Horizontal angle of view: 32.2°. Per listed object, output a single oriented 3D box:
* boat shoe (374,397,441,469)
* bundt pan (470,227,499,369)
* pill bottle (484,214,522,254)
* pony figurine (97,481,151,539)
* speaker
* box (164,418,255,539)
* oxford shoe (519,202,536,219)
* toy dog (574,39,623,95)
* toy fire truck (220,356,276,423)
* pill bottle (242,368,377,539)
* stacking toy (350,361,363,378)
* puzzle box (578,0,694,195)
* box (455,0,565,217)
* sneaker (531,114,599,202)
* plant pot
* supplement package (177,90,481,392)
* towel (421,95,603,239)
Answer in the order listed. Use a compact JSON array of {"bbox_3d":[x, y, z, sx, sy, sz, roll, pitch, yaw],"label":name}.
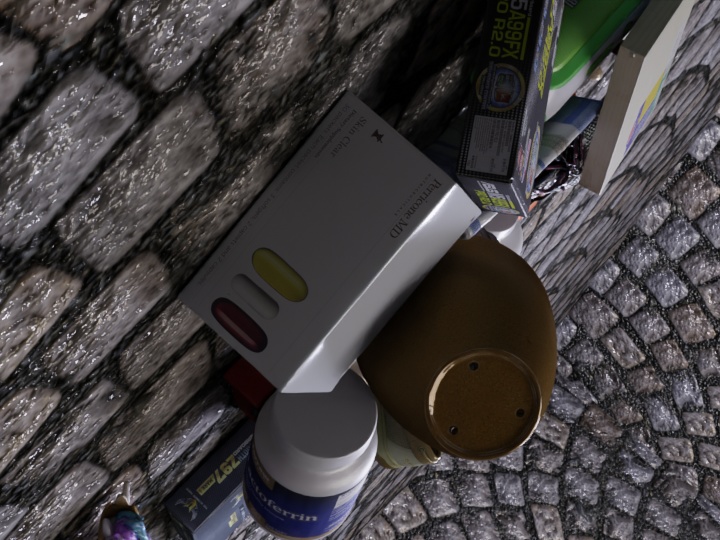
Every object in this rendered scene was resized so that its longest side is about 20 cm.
[{"bbox_3d":[0.042,0.088,1.209,0.063,0.202,0.073,-12,163,33],"label":"boat shoe"},{"bbox_3d":[0.113,0.032,1.236,0.076,0.202,0.202,-26,177,23],"label":"bundt pan"},{"bbox_3d":[0.115,-0.016,1.407,0.111,0.111,0.200,-41,165,-31],"label":"pill bottle"},{"bbox_3d":[-0.238,0.317,1.167,0.200,0.166,0.194,103,-2,-58],"label":"pony figurine"},{"bbox_3d":[0.189,-0.221,1.113,0.200,0.088,0.088,-48,167,-7],"label":"speaker"},{"bbox_3d":[-0.145,0.246,1.427,0.158,0.051,0.200,-44,166,-18],"label":"box"},{"bbox_3d":[0.226,-0.137,1.527,0.200,0.071,0.073,-48,162,-5],"label":"oxford shoe"},{"bbox_3d":[0.236,-0.224,1.242,0.132,0.096,0.200,-54,166,22],"label":"toy dog"},{"bbox_3d":[-0.068,0.080,1.209,0.141,0.049,0.200,-46,166,-13],"label":"toy fire truck"},{"bbox_3d":[-0.047,0.171,1.174,0.116,0.116,0.200,-42,164,-29],"label":"pill bottle"},{"bbox_3d":[0.029,0.069,1.372,0.146,0.146,0.200,-50,-164,7],"label":"stacking toy"},{"bbox_3d":[0.256,-0.175,1.147,0.133,0.025,0.200,-54,163,-29],"label":"puzzle box"},{"bbox_3d":[0.122,-0.154,0.978,0.160,0.044,0.201,31,70,-76],"label":"box"},{"bbox_3d":[0.183,-0.104,1.218,0.200,0.081,0.075,-22,-161,-32],"label":"sneaker"},{"bbox_3d":[0.088,0.080,1.054,0.187,0.186,0.200,-51,-170,10],"label":"plant pot"},{"bbox_3d":[-0.017,-0.014,0.973,0.200,0.111,0.156,-50,167,4],"label":"supplement package"},{"bbox_3d":[0.109,-0.102,1.134,0.200,0.147,0.024,-43,123,-24],"label":"towel"}]
